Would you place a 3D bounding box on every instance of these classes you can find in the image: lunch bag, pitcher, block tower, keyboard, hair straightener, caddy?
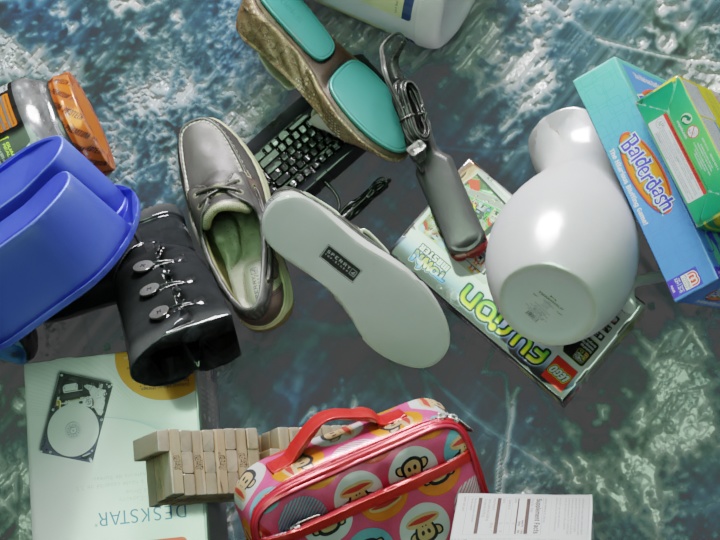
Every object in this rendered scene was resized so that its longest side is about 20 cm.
[{"bbox_3d":[0.003,0.189,1.590,0.199,0.082,0.177,-23,114,-12],"label":"lunch bag"},{"bbox_3d":[0.190,-0.018,1.611,0.171,0.121,0.201,35,39,-9],"label":"pitcher"},{"bbox_3d":[-0.085,0.160,1.627,0.199,0.054,0.058,3,73,-30],"label":"block tower"},{"bbox_3d":[-0.039,-0.088,1.745,0.200,0.021,0.127,-41,75,-2],"label":"keyboard"},{"bbox_3d":[0.058,-0.108,1.660,0.041,0.077,0.202,-18,81,4],"label":"hair straightener"},{"bbox_3d":[-0.274,-0.014,1.634,0.199,0.105,0.142,-34,31,8],"label":"caddy"}]

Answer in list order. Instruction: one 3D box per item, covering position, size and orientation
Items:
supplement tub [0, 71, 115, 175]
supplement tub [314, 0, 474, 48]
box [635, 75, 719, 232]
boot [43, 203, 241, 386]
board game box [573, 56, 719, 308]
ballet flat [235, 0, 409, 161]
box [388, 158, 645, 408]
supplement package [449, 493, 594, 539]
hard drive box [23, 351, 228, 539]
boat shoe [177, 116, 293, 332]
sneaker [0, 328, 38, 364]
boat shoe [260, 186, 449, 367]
[{"bbox_3d":[-0.323,-0.088,1.731,0.199,0.123,0.123,-25,75,2],"label":"supplement tub"},{"bbox_3d":[0.006,-0.293,1.720,0.199,0.145,0.146,25,82,12],"label":"supplement tub"},{"bbox_3d":[0.297,-0.088,1.616,0.048,0.200,0.118,-31,73,24],"label":"box"},{"bbox_3d":[-0.196,0.038,1.660,0.164,0.066,0.200,-31,39,0],"label":"boot"},{"bbox_3d":[0.258,-0.069,1.629,0.045,0.152,0.201,-30,74,23],"label":"board game box"},{"bbox_3d":[-0.034,-0.166,1.721,0.200,0.065,0.070,51,48,1],"label":"ballet flat"},{"bbox_3d":[0.133,0.010,1.690,0.200,0.035,0.110,41,86,14],"label":"box"},{"bbox_3d":[0.126,0.294,1.525,0.110,0.156,0.202,0,110,8],"label":"supplement package"},{"bbox_3d":[-0.197,0.173,1.678,0.154,0.077,0.202,-8,77,7],"label":"hard drive box"},{"bbox_3d":[-0.110,-0.047,1.702,0.071,0.066,0.202,-21,75,4],"label":"boat shoe"},{"bbox_3d":[-0.377,0.063,1.742,0.198,0.078,0.091,8,97,13],"label":"sneaker"},{"bbox_3d":[0.000,0.000,1.691,0.200,0.064,0.071,44,103,-9],"label":"boat shoe"}]
